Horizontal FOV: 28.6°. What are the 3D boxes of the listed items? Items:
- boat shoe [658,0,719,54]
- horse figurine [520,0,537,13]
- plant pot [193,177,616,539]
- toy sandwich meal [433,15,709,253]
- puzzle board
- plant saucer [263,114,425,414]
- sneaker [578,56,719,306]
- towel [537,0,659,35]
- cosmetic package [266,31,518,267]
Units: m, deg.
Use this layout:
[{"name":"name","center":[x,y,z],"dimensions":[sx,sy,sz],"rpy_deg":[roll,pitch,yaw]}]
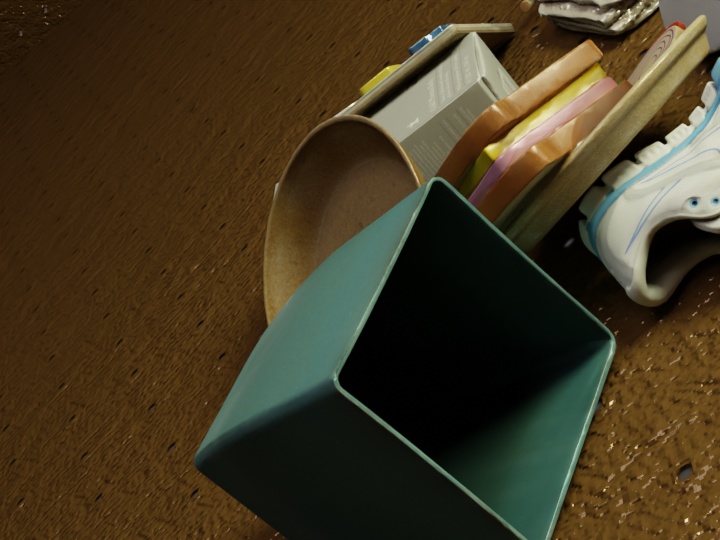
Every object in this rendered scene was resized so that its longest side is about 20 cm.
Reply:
[{"name":"boat shoe","center":[0.252,-0.182,0.877],"dimensions":[0.067,0.072,0.200],"rpy_deg":[-14,1,-14]},{"name":"horse figurine","center":[0.181,-0.296,1.141],"dimensions":[0.133,0.050,0.200],"rpy_deg":[-47,-9,-25]},{"name":"plant pot","center":[0.006,0.077,0.774],"dimensions":[0.200,0.141,0.142],"rpy_deg":[-30,26,48]},{"name":"toy sandwich meal","center":[0.122,-0.087,0.841],"dimensions":[0.205,0.070,0.205],"rpy_deg":[-48,-4,-5]},{"name":"puzzle board","center":[0.040,-0.150,1.125],"dimensions":[0.150,0.017,0.200],"rpy_deg":[-36,-3,21]},{"name":"plant saucer","center":[0.000,0.000,0.927],"dimensions":[0.200,0.035,0.202],"rpy_deg":[-2,88,56]},{"name":"sneaker","center":[0.204,-0.056,0.745],"dimensions":[0.200,0.075,0.087],"rpy_deg":[-50,29,23]},{"name":"towel","center":[0.228,-0.261,1.084],"dimensions":[0.200,0.034,0.132],"rpy_deg":[-47,24,-5]},{"name":"cosmetic package","center":[0.031,-0.070,1.032],"dimensions":[0.200,0.090,0.107],"rpy_deg":[-35,23,16]}]
